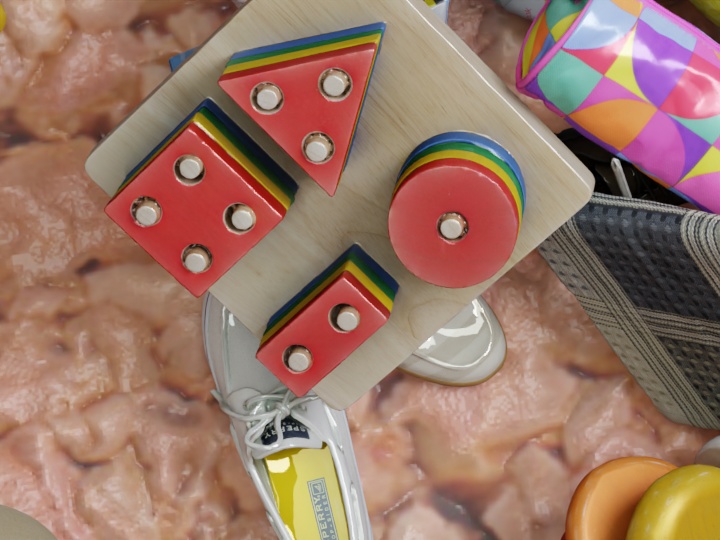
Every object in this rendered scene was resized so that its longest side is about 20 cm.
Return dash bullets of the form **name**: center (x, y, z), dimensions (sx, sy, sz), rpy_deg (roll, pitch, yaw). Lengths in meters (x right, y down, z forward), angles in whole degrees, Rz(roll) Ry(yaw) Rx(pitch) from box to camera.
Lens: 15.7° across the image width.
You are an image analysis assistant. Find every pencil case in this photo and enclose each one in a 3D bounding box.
- **pencil case**: center (0.179, -0.083, 1.381), dimensions (0.200, 0.088, 0.089), rpy_deg (29, 88, -13)

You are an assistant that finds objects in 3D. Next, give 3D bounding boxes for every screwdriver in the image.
- **screwdriver**: center (0.159, -0.022, 1.459), dimensions (0.029, 0.200, 0.028), rpy_deg (-31, 63, -5)

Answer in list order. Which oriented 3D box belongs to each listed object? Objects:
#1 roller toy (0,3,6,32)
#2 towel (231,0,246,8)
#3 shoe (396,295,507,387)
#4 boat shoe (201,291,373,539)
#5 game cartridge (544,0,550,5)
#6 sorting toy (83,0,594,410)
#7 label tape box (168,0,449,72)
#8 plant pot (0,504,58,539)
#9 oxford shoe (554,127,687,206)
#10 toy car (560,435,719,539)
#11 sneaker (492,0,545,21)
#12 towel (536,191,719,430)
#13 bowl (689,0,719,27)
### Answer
- **roller toy**: center (-0.294, -0.217, 1.489), dimensions (0.182, 0.200, 0.140), rpy_deg (35, 88, 33)
- **towel**: center (-0.040, -0.253, 1.513), dimensions (0.200, 0.032, 0.191), rpy_deg (-47, 58, -4)
- **shoe**: center (0.000, 0.000, 1.530), dimensions (0.200, 0.053, 0.070), rpy_deg (37, 89, 3)
- **boat shoe**: center (-0.044, 0.091, 1.511), dimensions (0.074, 0.086, 0.203), rpy_deg (-16, 87, 1)
- **game cartridge**: center (0.166, -0.246, 1.444), dimensions (0.176, 0.032, 0.200), rpy_deg (-27, 48, 21)
- **sorting toy**: center (-0.016, -0.042, 1.378), dimensions (0.200, 0.070, 0.199), rpy_deg (44, 113, -11)
- **label tape box**: center (-0.005, -0.119, 1.485), dimensions (0.200, 0.144, 0.063), rpy_deg (-22, 107, 1)
- **plant pot**: center (-0.223, 0.211, 1.477), dimensions (0.200, 0.201, 0.135), rpy_deg (-4, 52, 2)
- **oxford shoe**: center (0.173, -0.060, 1.473), dimensions (0.200, 0.084, 0.073), rpy_deg (-23, 100, 28)
- **toy car**: center (0.179, 0.191, 1.468), dimensions (0.175, 0.150, 0.200), rpy_deg (-40, 117, -29)
- **sneaker**: center (0.128, -0.236, 1.529), dimensions (0.099, 0.078, 0.200), rpy_deg (20, 81, 18)
- **towel**: center (0.194, 0.027, 1.430), dimensions (0.035, 0.192, 0.200), rpy_deg (-53, 126, -21)
- **bowl**: center (0.256, -0.175, 1.492), dimensions (0.199, 0.200, 0.108), rpy_deg (10, 131, 2)
